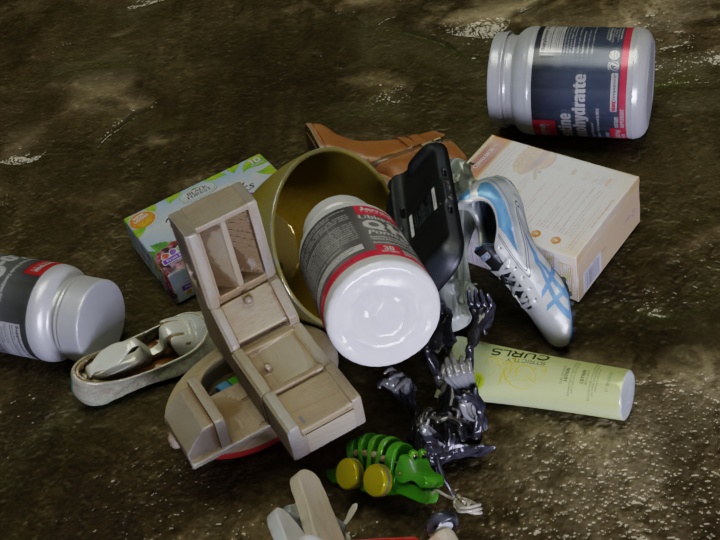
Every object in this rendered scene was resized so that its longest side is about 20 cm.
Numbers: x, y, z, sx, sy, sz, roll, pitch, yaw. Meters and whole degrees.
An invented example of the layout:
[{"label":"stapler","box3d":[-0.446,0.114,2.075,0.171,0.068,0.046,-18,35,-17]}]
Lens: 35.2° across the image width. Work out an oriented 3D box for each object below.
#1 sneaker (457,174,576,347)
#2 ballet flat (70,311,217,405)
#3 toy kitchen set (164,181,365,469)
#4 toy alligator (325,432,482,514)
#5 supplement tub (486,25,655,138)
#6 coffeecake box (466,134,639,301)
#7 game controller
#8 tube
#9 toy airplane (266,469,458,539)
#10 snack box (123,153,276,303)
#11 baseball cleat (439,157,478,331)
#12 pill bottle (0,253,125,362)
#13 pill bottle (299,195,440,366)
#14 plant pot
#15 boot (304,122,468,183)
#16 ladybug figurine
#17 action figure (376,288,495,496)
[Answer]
[{"label":"sneaker","box3d":[0.166,-0.004,1.218,0.072,0.072,0.201,-25,85,-19]},{"label":"ballet flat","box3d":[-0.228,0.090,1.265,0.199,0.062,0.068,-28,59,-16]},{"label":"toy kitchen set","box3d":[-0.124,0.066,1.072,0.163,0.181,0.200,-27,45,-16]},{"label":"toy alligator","box3d":[0.039,0.185,1.063,0.059,0.055,0.200,6,-3,-42]},{"label":"supplement tub","box3d":[0.272,-0.243,1.463,0.199,0.141,0.141,4,44,18]},{"label":"coffeecake box","box3d":[0.202,-0.066,1.333,0.199,0.073,0.154,21,53,32]},{"label":"game controller","box3d":[0.068,-0.050,1.211,0.104,0.042,0.200,-42,34,31]},{"label":"tube","box3d":[0.176,0.113,1.161,0.199,0.052,0.058,7,16,29]},{"label":"toy airplane","box3d":[-0.009,0.272,0.955,0.199,0.141,0.200,32,30,7]},{"label":"snack box","box3d":[-0.176,-0.057,1.426,0.200,0.053,0.142,-28,43,-18]},{"label":"baseball cleat","box3d":[0.082,-0.027,1.268,0.106,0.070,0.201,-16,60,42]},{"label":"pill bottle","box3d":[-0.382,0.043,1.317,0.199,0.114,0.114,8,45,21]},{"label":"pill bottle","box3d":[0.000,0.000,1.115,0.110,0.111,0.200,-17,28,-6]},{"label":"plant pot","box3d":[-0.069,-0.029,1.290,0.142,0.200,0.200,-8,34,45]},{"label":"boot","box3d":[0.030,-0.152,1.464,0.155,0.077,0.200,-30,47,-17]},{"label":"ladybug figurine","box3d":[-0.111,0.133,1.185,0.200,0.072,0.136,-28,45,-19]},{"label":"action figure","box3d":[0.077,0.116,1.127,0.118,0.102,0.201,-10,50,31]}]
